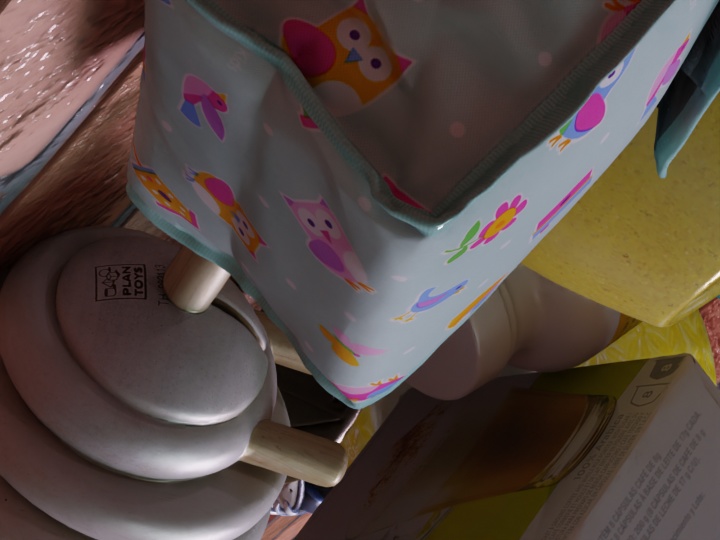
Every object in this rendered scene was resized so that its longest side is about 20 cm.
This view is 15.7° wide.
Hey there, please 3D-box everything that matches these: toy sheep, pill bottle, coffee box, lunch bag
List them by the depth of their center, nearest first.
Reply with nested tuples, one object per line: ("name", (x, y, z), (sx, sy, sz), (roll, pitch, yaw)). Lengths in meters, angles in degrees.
("lunch bag", (0.042, -0.078, 0.687), (0.200, 0.122, 0.170), (-42, 172, -18))
("toy sheep", (-0.081, 0.052, 0.859), (0.138, 0.138, 0.201), (-26, 154, -51))
("coffee box", (0.076, 0.179, 1.043), (0.197, 0.200, 0.200), (-10, -145, 55))
("pill bottle", (0.092, -0.027, 1.048), (0.199, 0.104, 0.104), (-32, 171, -31))

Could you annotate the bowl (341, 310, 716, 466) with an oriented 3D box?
("bowl", (0.058, 0.058, 1.208), (0.200, 0.201, 0.108), (-38, 170, 14))

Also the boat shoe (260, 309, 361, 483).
("boat shoe", (0.001, 0.001, 1.140), (0.201, 0.071, 0.066), (-55, -158, 20))

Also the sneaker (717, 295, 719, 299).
("sneaker", (0.436, -0.007, 2.652), (0.083, 0.121, 0.200), (-28, 168, -42))

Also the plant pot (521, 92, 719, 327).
("plant pot", (0.102, -0.066, 0.907), (0.199, 0.142, 0.200), (-35, 171, -6))

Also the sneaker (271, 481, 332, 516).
("sneaker", (-0.047, 0.105, 1.429), (0.077, 0.085, 0.200), (-29, 169, -42))
